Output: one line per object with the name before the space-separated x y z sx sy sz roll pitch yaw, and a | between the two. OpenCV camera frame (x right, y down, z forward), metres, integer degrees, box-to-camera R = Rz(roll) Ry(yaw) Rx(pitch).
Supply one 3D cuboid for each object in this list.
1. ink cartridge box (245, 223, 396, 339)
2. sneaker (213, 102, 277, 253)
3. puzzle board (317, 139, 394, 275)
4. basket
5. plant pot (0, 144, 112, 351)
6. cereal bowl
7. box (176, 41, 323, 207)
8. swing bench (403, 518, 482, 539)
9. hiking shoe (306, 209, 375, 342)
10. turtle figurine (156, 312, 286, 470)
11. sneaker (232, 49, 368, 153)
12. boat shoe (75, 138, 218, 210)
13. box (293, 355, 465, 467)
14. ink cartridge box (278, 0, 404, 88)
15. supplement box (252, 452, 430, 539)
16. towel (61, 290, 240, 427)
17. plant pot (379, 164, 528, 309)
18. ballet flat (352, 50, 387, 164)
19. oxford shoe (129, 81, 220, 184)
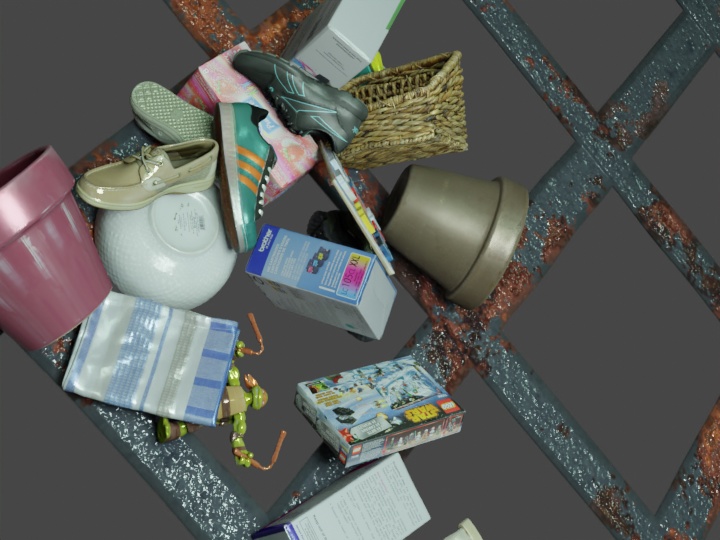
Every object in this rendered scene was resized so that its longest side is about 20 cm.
ink cartridge box | -0.064 0.011 1.437 0.197 0.137 0.077 15 72 20
sneaker | -0.142 -0.124 1.409 0.078 0.071 0.204 -3 80 -19
puzzle board | -0.005 -0.091 1.465 0.017 0.200 0.152 -30 112 4
basket | 0.040 -0.238 1.554 0.142 0.197 0.152 3 82 -57
plant pot | -0.392 -0.015 1.260 0.200 0.198 0.180 -47 113 -35
cereal bowl | -0.245 -0.053 1.419 0.197 0.083 0.204 12 65 -27
box | -0.156 -0.200 1.517 0.094 0.102 0.201 -37 94 -36
swing bench | 0.050 0.427 1.350 0.197 0.199 0.131 -27 87 -35
hiking shoe | 0.000 0.000 1.555 0.099 0.076 0.203 -14 79 -31
turtle figurine | -0.185 0.160 1.388 0.159 0.064 0.204 -3 82 -25
sneaker | -0.089 -0.231 1.460 0.198 0.075 0.080 27 90 -1
boat shoe | -0.262 -0.127 1.346 0.198 0.066 0.072 -15 49 -41
box | 0.027 0.188 1.477 0.197 0.040 0.137 -10 37 -34
ink cartridge box | -0.040 -0.333 1.579 0.084 0.199 0.146 37 57 -18
supplement box | -0.023 0.332 1.401 0.198 0.101 0.104 -28 88 -35
towel | -0.258 0.105 1.344 0.197 0.024 0.149 15 60 -4
plant pot | 0.126 -0.067 1.586 0.172 0.200 0.203 24 61 -10
ballet flat | 0.032 -0.261 1.683 0.066 0.066 0.203 -3 72 -49
oxford shoe | -0.230 -0.180 1.468 0.199 0.058 0.075 37 63 4
